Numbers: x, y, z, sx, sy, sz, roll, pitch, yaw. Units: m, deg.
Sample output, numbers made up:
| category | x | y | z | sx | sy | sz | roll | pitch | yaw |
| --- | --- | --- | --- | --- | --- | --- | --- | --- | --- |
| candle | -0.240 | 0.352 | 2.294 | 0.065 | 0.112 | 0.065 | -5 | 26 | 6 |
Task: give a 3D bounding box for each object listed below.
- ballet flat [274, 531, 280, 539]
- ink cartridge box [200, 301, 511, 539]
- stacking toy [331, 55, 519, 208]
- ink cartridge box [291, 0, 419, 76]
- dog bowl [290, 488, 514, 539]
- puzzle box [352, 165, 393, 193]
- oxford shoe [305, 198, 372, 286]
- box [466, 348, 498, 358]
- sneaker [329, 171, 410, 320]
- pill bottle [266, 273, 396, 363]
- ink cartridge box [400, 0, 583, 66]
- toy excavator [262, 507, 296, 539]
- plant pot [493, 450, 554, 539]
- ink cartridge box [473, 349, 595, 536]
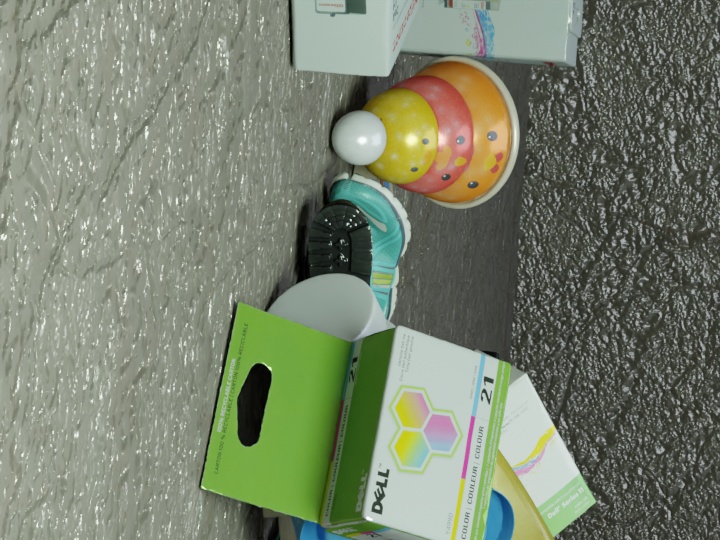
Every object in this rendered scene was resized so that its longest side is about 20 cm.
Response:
| category | x | y | z | sx | sy | sz | roll | pitch | yaw |
| --- | --- | --- | --- | --- | --- | --- | --- | --- | --- |
| ballet flat | -0.031 | 0.220 | 1.568 | 0.200 | 0.063 | 0.076 | -68 | 164 | -59 |
| ink cartridge box | -0.001 | 0.114 | 1.271 | 0.076 | 0.198 | 0.149 | -21 | -126 | 58 |
| stacking toy | 0.042 | -0.122 | 1.629 | 0.199 | 0.145 | 0.148 | -12 | 110 | -50 |
| ink cartridge box | -0.001 | -0.273 | 1.378 | 0.147 | 0.082 | 0.202 | -69 | 163 | -55 |
| dog bowl | 0.030 | 0.196 | 1.385 | 0.112 | 0.199 | 0.050 | -62 | -145 | 16 |
| puzzle box | 0.011 | -0.029 | 1.766 | 0.201 | 0.025 | 0.134 | 77 | 21 | -61 |
| oxford shoe | -0.020 | 0.037 | 1.509 | 0.084 | 0.072 | 0.202 | -96 | -165 | -78 |
| box | 0.066 | 0.194 | 1.861 | 0.124 | 0.147 | 0.202 | -62 | 156 | -69 |
| sneaker | 0.000 | 0.000 | 1.596 | 0.080 | 0.077 | 0.201 | -60 | 156 | -45 |
| pill bottle | -0.003 | 0.108 | 1.419 | 0.115 | 0.113 | 0.201 | -74 | 151 | -45 |
| ink cartridge box | 0.121 | -0.282 | 1.736 | 0.145 | 0.198 | 0.146 | -25 | 121 | -79 |
| toy excavator | -0.056 | 0.284 | 1.434 | 0.195 | 0.099 | 0.201 | 81 | 5 | -49 |
| plant pot | 0.066 | 0.255 | 1.678 | 0.200 | 0.198 | 0.178 | 22 | -49 | 66 |
| ink cartridge box | 0.139 | 0.153 | 1.708 | 0.201 | 0.067 | 0.117 | 60 | -14 | -21 |
